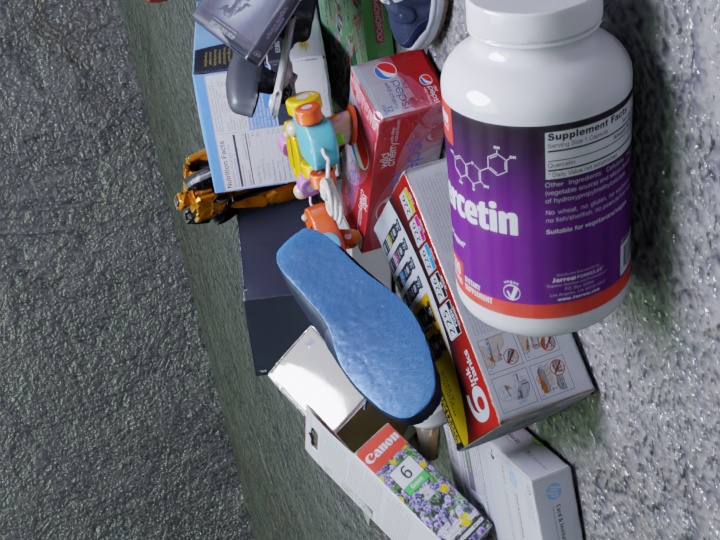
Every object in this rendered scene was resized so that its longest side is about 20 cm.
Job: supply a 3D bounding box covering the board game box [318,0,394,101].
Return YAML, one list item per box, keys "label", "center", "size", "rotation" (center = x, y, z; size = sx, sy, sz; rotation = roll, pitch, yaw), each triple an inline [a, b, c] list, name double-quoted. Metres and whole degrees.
- label: "board game box"
  center: [-0.008, -0.249, 1.089]
  size: [0.135, 0.029, 0.203]
  rotation: [-128, 26, -54]

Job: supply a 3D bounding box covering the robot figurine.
- label: "robot figurine"
  center: [-0.116, -0.110, 1.306]
  size: [0.145, 0.197, 0.059]
  rotation: [113, 137, -67]

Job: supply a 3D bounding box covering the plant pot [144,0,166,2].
- label: "plant pot"
  center: [-0.329, -0.508, 1.722]
  size: [0.196, 0.199, 0.203]
  rotation: [51, 155, 36]

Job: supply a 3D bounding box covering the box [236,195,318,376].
- label: "box"
  center: [-0.094, 0.001, 1.437]
  size: [0.201, 0.102, 0.185]
  rotation: [90, 173, -60]

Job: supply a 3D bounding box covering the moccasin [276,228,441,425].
- label: "moccasin"
  center: [0.008, 0.043, 0.926]
  size: [0.201, 0.080, 0.068]
  rotation: [56, 178, 35]

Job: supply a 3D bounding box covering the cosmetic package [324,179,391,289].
- label: "cosmetic package"
  center: [0.000, 0.000, 1.289]
  size: [0.202, 0.050, 0.083]
  rotation: [88, 162, -45]

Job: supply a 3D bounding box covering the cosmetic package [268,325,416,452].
- label: "cosmetic package"
  center: [-0.013, 0.140, 1.256]
  size: [0.105, 0.071, 0.200]
  rotation: [42, 178, 25]

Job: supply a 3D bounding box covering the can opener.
- label: "can opener"
  center: [-0.072, -0.226, 1.011]
  size: [0.053, 0.066, 0.203]
  rotation: [118, 161, -71]

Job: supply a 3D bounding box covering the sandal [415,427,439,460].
- label: "sandal"
  center: [0.044, 0.108, 1.180]
  size: [0.202, 0.053, 0.081]
  rotation: [-98, 1, -50]

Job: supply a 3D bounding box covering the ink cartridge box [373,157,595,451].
- label: "ink cartridge box"
  center: [0.087, 0.032, 0.934]
  size: [0.176, 0.083, 0.203]
  rotation: [118, 133, -71]

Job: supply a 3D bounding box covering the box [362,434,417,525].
- label: "box"
  center: [0.010, 0.190, 1.403]
  size: [0.095, 0.077, 0.202]
  rotation: [99, 151, -60]

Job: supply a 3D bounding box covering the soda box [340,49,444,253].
- label: "soda box"
  center: [0.027, -0.101, 1.037]
  size: [0.201, 0.069, 0.064]
  rotation: [97, 152, -58]

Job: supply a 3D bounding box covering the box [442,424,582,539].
- label: "box"
  center: [0.134, 0.207, 1.036]
  size: [0.200, 0.041, 0.158]
  rotation: [-141, 36, -67]

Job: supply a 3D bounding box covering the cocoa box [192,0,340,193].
- label: "cocoa box"
  center: [-0.098, -0.189, 1.194]
  size: [0.201, 0.129, 0.135]
  rotation: [-100, 2, -57]

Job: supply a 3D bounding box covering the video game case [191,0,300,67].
- label: "video game case"
  center: [-0.063, -0.279, 0.989]
  size: [0.019, 0.201, 0.143]
  rotation: [30, -173, -36]

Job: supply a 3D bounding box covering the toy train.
- label: "toy train"
  center: [-0.023, -0.073, 1.019]
  size: [0.200, 0.055, 0.152]
  rotation: [111, 140, -73]

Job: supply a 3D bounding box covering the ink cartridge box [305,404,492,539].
- label: "ink cartridge box"
  center: [0.031, 0.202, 1.105]
  size: [0.200, 0.050, 0.110]
  rotation: [43, 156, 19]

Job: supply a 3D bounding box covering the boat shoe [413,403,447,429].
- label: "boat shoe"
  center: [0.069, 0.093, 1.060]
  size: [0.201, 0.070, 0.064]
  rotation: [-85, -23, -64]

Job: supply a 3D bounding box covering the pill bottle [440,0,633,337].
- label: "pill bottle"
  center: [0.106, -0.070, 0.697]
  size: [0.113, 0.111, 0.203]
  rotation: [-129, 26, -55]

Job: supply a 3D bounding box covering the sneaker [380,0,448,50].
- label: "sneaker"
  center: [0.010, -0.239, 0.873]
  size: [0.201, 0.107, 0.071]
  rotation: [95, 154, -55]
